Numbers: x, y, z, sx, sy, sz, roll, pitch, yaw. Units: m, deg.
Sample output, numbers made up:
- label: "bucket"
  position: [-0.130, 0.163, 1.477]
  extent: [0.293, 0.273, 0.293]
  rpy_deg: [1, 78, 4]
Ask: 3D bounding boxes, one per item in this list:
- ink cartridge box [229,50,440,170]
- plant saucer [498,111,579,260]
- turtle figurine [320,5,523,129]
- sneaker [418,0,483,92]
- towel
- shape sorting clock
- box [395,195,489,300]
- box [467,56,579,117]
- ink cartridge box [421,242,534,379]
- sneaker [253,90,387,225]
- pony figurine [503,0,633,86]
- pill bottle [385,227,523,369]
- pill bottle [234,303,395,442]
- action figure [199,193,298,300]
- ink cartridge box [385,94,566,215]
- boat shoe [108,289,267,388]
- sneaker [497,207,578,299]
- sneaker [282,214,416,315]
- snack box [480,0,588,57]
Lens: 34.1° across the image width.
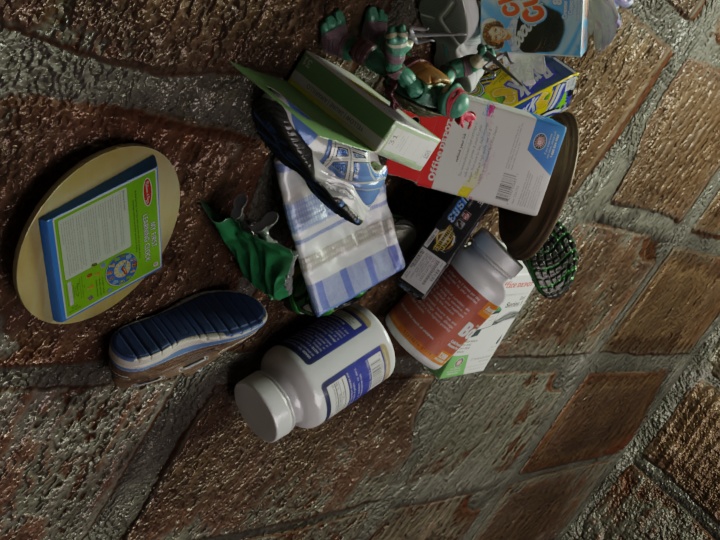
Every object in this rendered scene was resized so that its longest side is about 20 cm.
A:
- label: "ink cartridge box"
  position: [-0.022, -0.172, 1.203]
  extent: [0.048, 0.145, 0.200]
  rpy_deg: [-55, 151, 12]
- label: "plant saucer"
  position: [0.226, -0.112, 1.517]
  extent: [0.200, 0.029, 0.201]
  rpy_deg: [-162, -90, -79]
- label: "turtle figurine"
  position: [0.059, -0.212, 1.210]
  extent: [0.149, 0.200, 0.101]
  rpy_deg: [4, 114, -55]
- label: "sneaker"
  position: [0.120, -0.289, 1.362]
  extent: [0.080, 0.070, 0.200]
  rpy_deg: [-51, 160, -11]
- label: "towel"
  position: [-0.021, -0.064, 1.369]
  extent: [0.146, 0.024, 0.201]
  rpy_deg: [-27, 114, -34]
- label: "shape sorting clock"
  position: [-0.255, -0.035, 1.146]
  extent: [0.200, 0.039, 0.201]
  rpy_deg: [-36, 148, -27]
- label: "box"
  position: [0.122, -0.052, 1.576]
  extent: [0.199, 0.050, 0.200]
  rpy_deg: [-53, 178, -2]
- label: "box"
  position: [0.194, -0.220, 1.539]
  extent: [0.199, 0.070, 0.065]
  rpy_deg: [-29, 147, -34]
- label: "ink cartridge box"
  position: [0.179, 0.061, 1.849]
  extent: [0.146, 0.084, 0.201]
  rpy_deg: [-4, 128, -54]
- label: "sneaker"
  position: [-0.043, -0.134, 1.274]
  extent: [0.077, 0.076, 0.200]
  rpy_deg: [-51, 135, -8]
- label: "pony figurine"
  position: [0.242, -0.332, 1.383]
  extent: [0.166, 0.194, 0.199]
  rpy_deg: [-18, 177, 44]
- label: "pill bottle"
  position: [0.139, 0.038, 1.710]
  extent: [0.200, 0.112, 0.112]
  rpy_deg: [-47, 153, 11]
- label: "pill bottle"
  position: [-0.063, 0.138, 1.553]
  extent: [0.199, 0.120, 0.120]
  rpy_deg: [-31, 147, -31]
- label: "action figure"
  position: [-0.111, -0.015, 1.336]
  extent: [0.055, 0.118, 0.200]
  rpy_deg: [-52, 163, -18]
- label: "ink cartridge box"
  position: [0.133, -0.150, 1.422]
  extent: [0.067, 0.199, 0.117]
  rpy_deg: [-109, -145, -72]
- label: "boat shoe"
  position: [-0.200, 0.080, 1.347]
  extent: [0.199, 0.072, 0.073]
  rpy_deg: [-15, 143, -33]
- label: "sneaker"
  position: [0.250, -0.055, 1.692]
  extent: [0.078, 0.201, 0.085]
  rpy_deg: [-17, 176, -19]
- label: "sneaker"
  position: [0.000, 0.000, 1.476]
  extent: [0.200, 0.085, 0.078]
  rpy_deg: [-37, 123, -25]
- label: "snack box"
  position: [0.190, -0.337, 1.273]
  extent: [0.037, 0.115, 0.201]
  rpy_deg: [-47, 139, -59]
